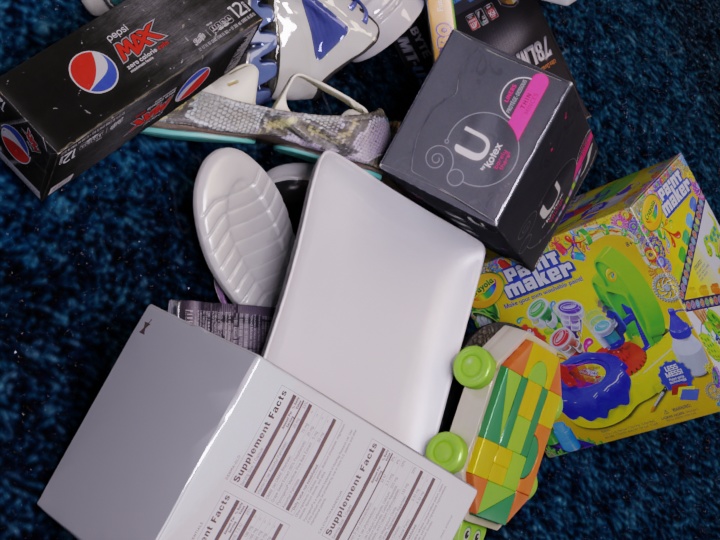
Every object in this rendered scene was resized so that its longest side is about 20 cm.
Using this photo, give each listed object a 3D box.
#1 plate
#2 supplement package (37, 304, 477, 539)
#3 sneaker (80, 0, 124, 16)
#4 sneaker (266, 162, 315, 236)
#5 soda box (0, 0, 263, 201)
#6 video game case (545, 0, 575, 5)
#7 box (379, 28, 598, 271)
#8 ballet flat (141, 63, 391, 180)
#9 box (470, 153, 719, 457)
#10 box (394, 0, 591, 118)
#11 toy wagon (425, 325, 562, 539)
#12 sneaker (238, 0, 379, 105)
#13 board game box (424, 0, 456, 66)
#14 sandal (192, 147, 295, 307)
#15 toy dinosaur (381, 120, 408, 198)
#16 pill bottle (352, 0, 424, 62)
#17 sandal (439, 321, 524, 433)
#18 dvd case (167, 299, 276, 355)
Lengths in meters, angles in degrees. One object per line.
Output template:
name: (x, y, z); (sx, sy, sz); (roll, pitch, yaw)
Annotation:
plate: (0.003, 0.039, 1.202); (0.199, 0.032, 0.201); (28, 72, -44)
supplement package: (-0.066, 0.145, 1.030); (0.200, 0.151, 0.151); (34, 81, -34)
sneaker: (-0.191, -0.281, 1.177); (0.077, 0.079, 0.201); (-35, 100, -50)
sneaker: (0.000, 0.000, 1.270); (0.199, 0.073, 0.113); (28, 54, -38)
soda box: (-0.163, -0.135, 1.105); (0.071, 0.063, 0.200); (45, 55, 7)
video game case: (0.142, -0.300, 1.494); (0.182, 0.199, 0.023); (-36, 139, -50)
box: (0.106, -0.089, 1.257); (0.123, 0.106, 0.200); (-62, 163, -1)
ballet flat: (-0.070, -0.117, 1.199); (0.199, 0.072, 0.073); (10, 62, -14)
box: (0.222, 0.034, 1.407); (0.122, 0.199, 0.193); (-39, 103, -49)
box: (0.120, -0.197, 1.518); (0.200, 0.050, 0.199); (-34, 98, -50)
toy wagon: (0.105, 0.148, 1.282); (0.155, 0.039, 0.201); (29, 77, -57)
sneaker: (-0.043, -0.220, 1.252); (0.114, 0.080, 0.201); (1, 105, -28)
board game box: (0.069, -0.220, 1.375); (0.096, 0.030, 0.202); (-73, 153, -82)
sandal: (-0.080, 0.004, 1.201); (0.082, 0.050, 0.204); (-45, 121, -36)
toy dinosaur: (0.054, -0.078, 1.397); (0.199, 0.058, 0.102); (-5, 91, -43)
pill bottle: (-0.039, -0.273, 1.323); (0.200, 0.108, 0.109); (48, 43, -21)
sandal: (0.078, 0.112, 1.337); (0.200, 0.048, 0.076); (-45, 109, -35)
dvd case: (-0.064, 0.101, 1.169); (0.199, 0.016, 0.150); (6, 84, -47)
